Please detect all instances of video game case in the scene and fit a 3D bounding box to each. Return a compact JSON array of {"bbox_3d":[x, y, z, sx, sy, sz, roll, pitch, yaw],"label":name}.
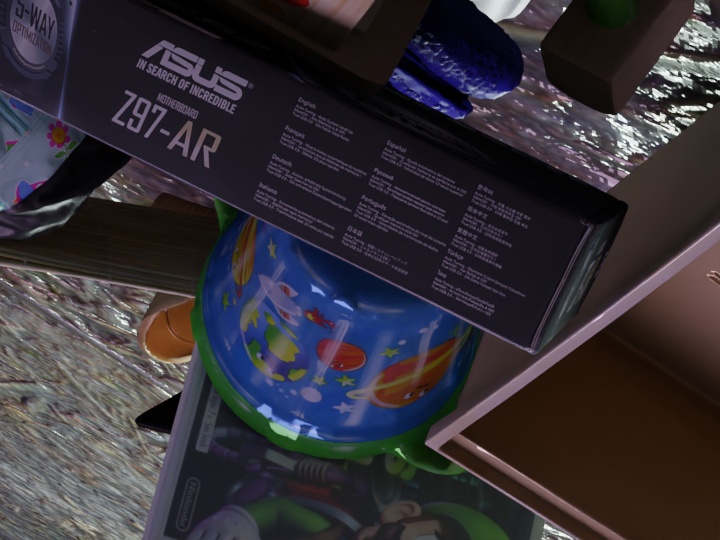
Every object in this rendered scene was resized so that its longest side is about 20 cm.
[{"bbox_3d":[0.003,0.085,1.408,0.181,0.201,0.023,18,154,-9],"label":"video game case"}]

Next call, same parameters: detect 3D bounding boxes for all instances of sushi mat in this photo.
[{"bbox_3d":[-0.088,-0.008,1.470,0.199,0.012,0.096,10,-159,-14],"label":"sushi mat"}]

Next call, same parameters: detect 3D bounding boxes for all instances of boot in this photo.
[{"bbox_3d":[-0.045,0.031,1.626,0.144,0.071,0.201,25,162,10],"label":"boot"}]

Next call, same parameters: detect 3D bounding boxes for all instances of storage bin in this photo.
[{"bbox_3d":[0.166,0.039,1.089,0.198,0.094,0.200,33,139,-14],"label":"storage bin"}]

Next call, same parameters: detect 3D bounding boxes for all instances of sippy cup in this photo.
[{"bbox_3d":[0.000,0.000,1.353,0.177,0.140,0.130,20,154,-3],"label":"sippy cup"}]

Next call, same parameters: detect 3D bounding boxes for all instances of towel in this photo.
[{"bbox_3d":[-0.048,-0.117,1.043,0.147,0.050,0.200,22,170,41],"label":"towel"}]

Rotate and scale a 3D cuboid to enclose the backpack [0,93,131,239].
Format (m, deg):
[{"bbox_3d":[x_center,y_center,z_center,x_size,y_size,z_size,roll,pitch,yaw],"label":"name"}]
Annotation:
[{"bbox_3d":[-0.214,-0.105,1.379,0.167,0.127,0.200,17,159,46],"label":"backpack"}]

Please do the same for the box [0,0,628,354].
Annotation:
[{"bbox_3d":[-0.017,-0.042,0.952,0.199,0.044,0.160,26,-173,7],"label":"box"}]

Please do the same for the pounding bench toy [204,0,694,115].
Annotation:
[{"bbox_3d":[0.026,-0.132,0.861,0.199,0.125,0.156,30,165,-6],"label":"pounding bench toy"}]

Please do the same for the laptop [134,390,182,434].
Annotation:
[{"bbox_3d":[0.018,0.102,1.669,0.187,0.200,0.116,9,121,49],"label":"laptop"}]

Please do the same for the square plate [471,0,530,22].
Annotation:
[{"bbox_3d":[-0.013,-0.155,1.044,0.198,0.029,0.200,30,165,-4],"label":"square plate"}]
